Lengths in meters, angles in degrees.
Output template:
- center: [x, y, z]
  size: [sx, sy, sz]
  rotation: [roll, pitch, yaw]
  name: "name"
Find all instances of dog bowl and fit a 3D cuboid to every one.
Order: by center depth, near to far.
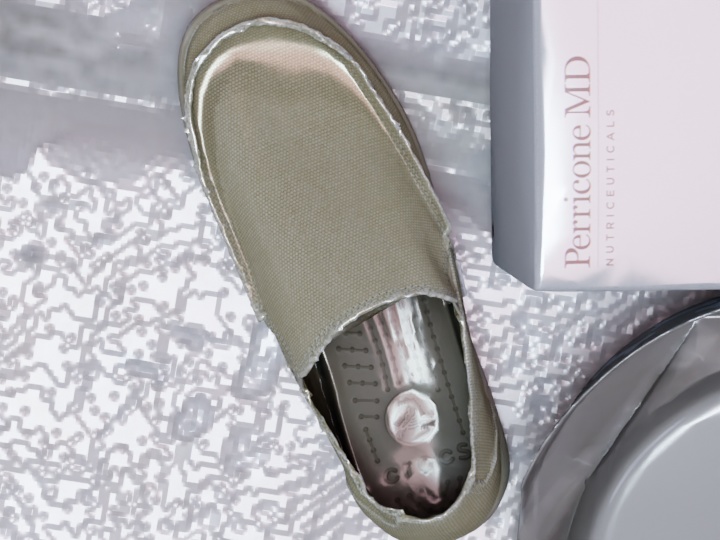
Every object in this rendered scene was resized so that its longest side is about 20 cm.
- center: [0.145, 0.096, 0.855]
  size: [0.200, 0.059, 0.200]
  rotation: [1, 106, 2]
  name: "dog bowl"

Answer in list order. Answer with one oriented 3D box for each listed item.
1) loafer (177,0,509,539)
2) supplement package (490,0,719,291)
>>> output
- center: [0.000, 0.000, 0.848]
  size: [0.076, 0.068, 0.200]
  rotation: [-26, 96, -2]
  name: "loafer"
- center: [0.145, -0.055, 0.830]
  size: [0.200, 0.117, 0.117]
  rotation: [-2, 96, -4]
  name: "supplement package"
